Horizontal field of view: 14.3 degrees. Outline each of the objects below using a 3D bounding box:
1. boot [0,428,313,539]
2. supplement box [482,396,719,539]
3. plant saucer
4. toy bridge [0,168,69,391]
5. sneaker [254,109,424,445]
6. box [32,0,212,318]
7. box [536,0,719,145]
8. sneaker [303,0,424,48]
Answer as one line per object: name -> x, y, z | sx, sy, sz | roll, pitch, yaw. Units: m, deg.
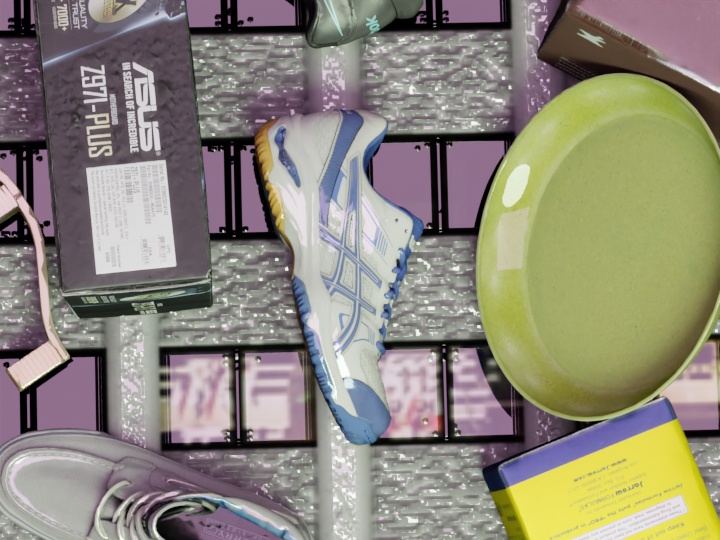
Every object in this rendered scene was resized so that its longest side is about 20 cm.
boot -> -0.122, 0.137, 1.657 | 0.199, 0.096, 0.074 | 14, 84, -2
supplement box -> 0.160, 0.186, 1.661 | 0.109, 0.109, 0.200 | -22, 87, -4
plant saucer -> 0.146, -0.012, 1.642 | 0.031, 0.200, 0.201 | 11, 83, -40
toy bridge -> -0.230, -0.028, 1.701 | 0.067, 0.027, 0.200 | -34, 87, -8
sneaker -> 0.000, 0.000, 1.687 | 0.088, 0.075, 0.201 | -13, 86, -5
box -> -0.135, -0.079, 1.643 | 0.086, 0.164, 0.201 | -6, 84, -4
box -> 0.225, -0.185, 1.671 | 0.166, 0.164, 0.200 | 29, 84, 0
sneaker -> -0.041, -0.226, 1.706 | 0.079, 0.075, 0.200 | -31, 87, -3
